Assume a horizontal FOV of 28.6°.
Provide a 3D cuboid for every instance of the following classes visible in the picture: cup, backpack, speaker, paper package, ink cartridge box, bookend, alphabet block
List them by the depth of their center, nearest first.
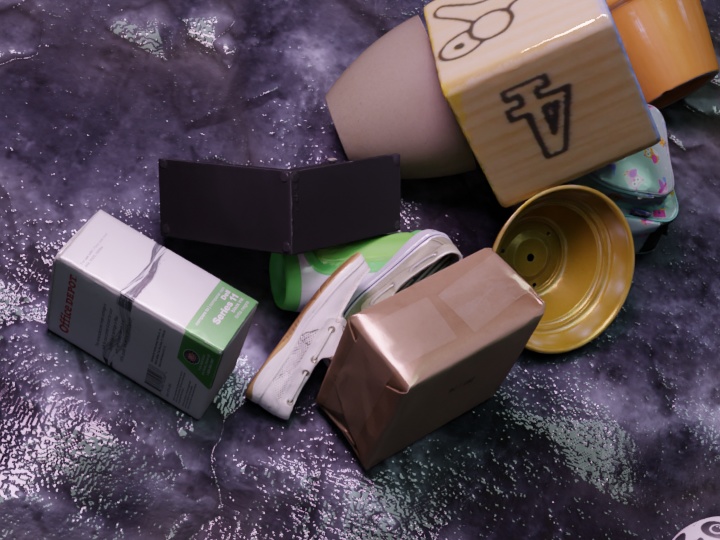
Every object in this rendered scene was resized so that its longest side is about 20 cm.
[{"bbox_3d":[-0.224,0.047,1.494,0.200,0.147,0.083,30,53,4],"label":"ink cartridge box"},{"bbox_3d":[0.073,0.096,1.520,0.200,0.191,0.104,-27,65,-30],"label":"paper package"},{"bbox_3d":[-0.090,-0.086,1.614,0.198,0.092,0.200,9,14,38],"label":"bookend"},{"bbox_3d":[0.207,-0.228,1.626,0.200,0.197,0.196,-22,38,14],"label":"alphabet block"},{"bbox_3d":[0.000,0.000,1.629,0.200,0.088,0.089,-5,59,-19],"label":"speaker"},{"bbox_3d":[0.040,-0.192,1.721,0.143,0.200,0.201,-21,62,3],"label":"cup"},{"bbox_3d":[0.287,-0.121,1.756,0.200,0.153,0.176,2,59,-5],"label":"backpack"}]

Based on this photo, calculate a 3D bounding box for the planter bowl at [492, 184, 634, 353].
[{"bbox_3d":[0.220,-0.008,1.674,0.200,0.201,0.083,-6,14,-23],"label":"planter bowl"}]

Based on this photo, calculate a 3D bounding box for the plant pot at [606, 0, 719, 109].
[{"bbox_3d":[0.385,-0.317,1.902,0.200,0.200,0.183,-22,82,-28],"label":"plant pot"}]

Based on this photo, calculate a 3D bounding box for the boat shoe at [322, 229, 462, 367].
[{"bbox_3d":[0.033,0.038,1.570,0.072,0.062,0.200,39,91,-26],"label":"boat shoe"}]

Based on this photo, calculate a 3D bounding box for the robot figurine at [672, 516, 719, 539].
[{"bbox_3d":[0.396,0.357,1.481,0.150,0.125,0.200,-7,60,-20],"label":"robot figurine"}]

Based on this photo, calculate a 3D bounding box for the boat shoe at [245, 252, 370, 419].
[{"bbox_3d":[-0.043,0.073,1.539,0.069,0.071,0.200,36,94,-1],"label":"boat shoe"}]
